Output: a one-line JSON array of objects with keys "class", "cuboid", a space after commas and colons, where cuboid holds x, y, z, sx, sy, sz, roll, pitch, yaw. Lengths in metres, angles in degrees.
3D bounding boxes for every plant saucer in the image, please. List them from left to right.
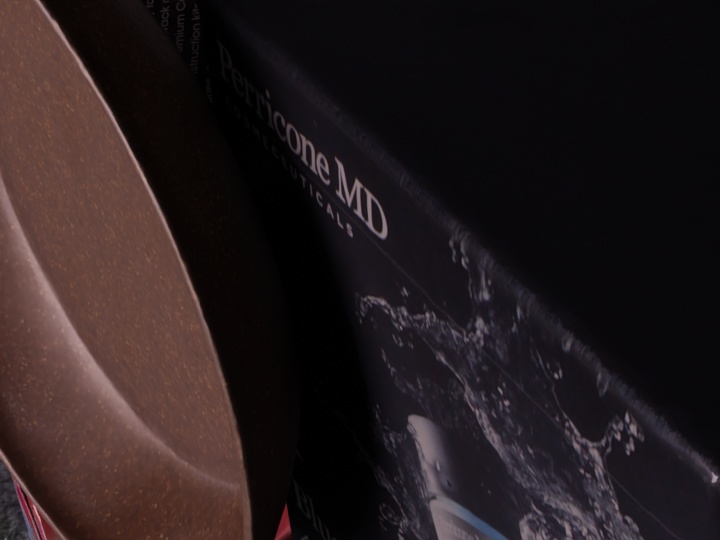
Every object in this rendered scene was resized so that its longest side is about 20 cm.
[{"class": "plant saucer", "cuboid": [-0.068, -0.009, 0.676, 0.200, 0.037, 0.201, 45, 149, 36]}]

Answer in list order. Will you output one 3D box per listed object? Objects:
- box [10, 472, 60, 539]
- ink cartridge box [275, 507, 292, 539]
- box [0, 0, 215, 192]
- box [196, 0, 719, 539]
[{"class": "box", "cuboid": [-0.024, 0.073, 1.036, 0.100, 0.199, 0.096, 127, 122, -79]}, {"class": "ink cartridge box", "cuboid": [0.000, 0.000, 0.909, 0.083, 0.146, 0.200, 29, -156, -41]}, {"class": "box", "cuboid": [-0.058, -0.090, 0.774, 0.036, 0.199, 0.143, 45, -136, -62]}, {"class": "box", "cuboid": [0.069, 0.036, 0.622, 0.197, 0.117, 0.200, 45, 152, 43]}]
